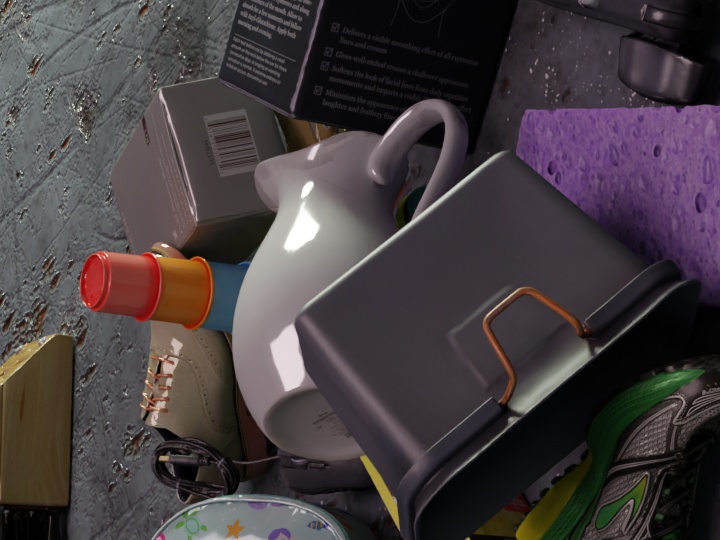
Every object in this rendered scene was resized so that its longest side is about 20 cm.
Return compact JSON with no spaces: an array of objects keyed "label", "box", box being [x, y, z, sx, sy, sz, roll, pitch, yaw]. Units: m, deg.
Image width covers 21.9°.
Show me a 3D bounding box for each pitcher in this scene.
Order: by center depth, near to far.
[{"label":"pitcher","box":[0.000,0.000,1.134,0.171,0.121,0.201,-34,40,37]}]

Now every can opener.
[{"label":"can opener","box":[0.140,-0.162,1.108,0.200,0.063,0.079,39,108,51]}]

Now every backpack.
[{"label":"backpack","box":[-0.068,0.248,1.229,0.176,0.150,0.202,0,75,23]}]

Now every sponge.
[{"label":"sponge","box":[0.160,-0.038,1.083,0.199,0.030,0.113,5,88,55]}]

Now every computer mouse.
[{"label":"computer mouse","box":[-0.064,0.132,1.286,0.199,0.034,0.059,-9,100,28]}]

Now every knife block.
[{"label":"knife block","box":[-0.292,0.181,1.660,0.064,0.176,0.200,-16,25,51]}]

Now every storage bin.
[{"label":"storage bin","box":[0.063,0.035,1.002,0.134,0.200,0.146,46,166,21]}]

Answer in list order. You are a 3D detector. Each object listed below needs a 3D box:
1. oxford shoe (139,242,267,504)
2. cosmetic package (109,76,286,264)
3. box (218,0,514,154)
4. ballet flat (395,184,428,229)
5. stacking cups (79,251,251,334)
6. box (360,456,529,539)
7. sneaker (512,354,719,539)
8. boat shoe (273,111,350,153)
[{"label":"oxford shoe","box":[-0.126,0.079,1.345,0.071,0.074,0.201,12,126,53]},{"label":"cosmetic package","box":[-0.119,-0.062,1.371,0.200,0.090,0.108,-41,64,64]},{"label":"box","box":[0.016,-0.194,1.219,0.107,0.148,0.201,31,107,52]},{"label":"ballet flat","box":[0.064,0.036,1.185,0.067,0.066,0.201,107,153,-49]},{"label":"stacking cups","box":[-0.097,0.014,1.286,0.060,0.199,0.061,-22,63,52]},{"label":"box","box":[0.061,0.147,1.145,0.050,0.075,0.200,-58,40,26]},{"label":"sneaker","box":[0.162,0.122,1.018,0.085,0.078,0.201,58,137,34]},{"label":"boat shoe","box":[-0.036,-0.113,1.335,0.071,0.076,0.202,5,87,54]}]
